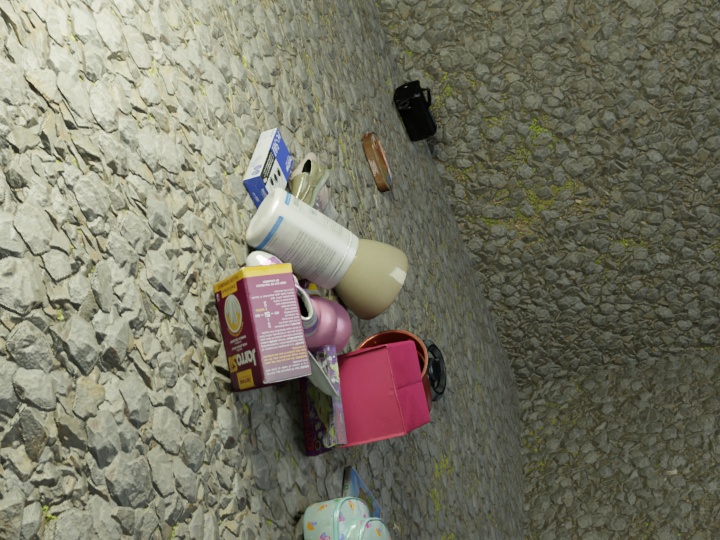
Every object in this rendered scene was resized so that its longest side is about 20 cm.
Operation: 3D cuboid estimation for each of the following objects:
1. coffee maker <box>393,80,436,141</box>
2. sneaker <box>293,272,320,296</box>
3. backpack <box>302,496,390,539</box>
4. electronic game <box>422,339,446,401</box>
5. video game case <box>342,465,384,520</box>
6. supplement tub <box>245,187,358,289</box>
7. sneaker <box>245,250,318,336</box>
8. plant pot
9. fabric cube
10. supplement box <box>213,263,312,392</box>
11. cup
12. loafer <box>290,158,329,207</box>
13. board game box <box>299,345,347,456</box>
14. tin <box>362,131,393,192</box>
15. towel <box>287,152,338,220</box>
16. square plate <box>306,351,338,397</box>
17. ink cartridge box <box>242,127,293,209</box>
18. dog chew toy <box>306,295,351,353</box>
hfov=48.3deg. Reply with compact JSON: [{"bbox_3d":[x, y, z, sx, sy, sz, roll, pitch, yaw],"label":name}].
[{"bbox_3d":[0.210,-0.613,3.167,0.193,0.134,0.201,-58,134,-35],"label":"coffee maker"},{"bbox_3d":[-0.158,0.019,1.674,0.091,0.075,0.200,64,14,21],"label":"sneaker"},{"bbox_3d":[-0.027,0.534,1.531,0.175,0.152,0.202,25,46,-60],"label":"backpack"},{"bbox_3d":[0.230,0.324,2.608,0.200,0.041,0.202,37,46,-53],"label":"electronic game"},{"bbox_3d":[0.006,0.569,1.793,0.183,0.022,0.201,-83,152,-48],"label":"video game case"},{"bbox_3d":[-0.118,-0.064,1.618,0.199,0.132,0.133,32,36,-18],"label":"supplement tub"},{"bbox_3d":[-0.147,0.025,1.509,0.201,0.073,0.114,46,-13,16],"label":"sneaker"},{"bbox_3d":[0.092,0.289,2.024,0.196,0.199,0.202,68,18,-46],"label":"plant pot"},{"bbox_3d":[0.023,0.274,1.798,0.199,0.194,0.202,6,72,-69],"label":"fabric cube"},{"bbox_3d":[-0.174,0.101,1.409,0.102,0.131,0.202,-6,80,-36],"label":"supplement box"},{"bbox_3d":[0.000,0.000,1.993,0.143,0.200,0.202,33,39,-27],"label":"cup"},{"bbox_3d":[-0.139,-0.184,1.844,0.070,0.075,0.201,49,42,-25],"label":"loafer"},{"bbox_3d":[-0.080,0.265,1.630,0.032,0.120,0.202,5,65,-31],"label":"board game box"},{"bbox_3d":[0.057,-0.352,2.621,0.112,0.041,0.202,-69,141,-67],"label":"tin"},{"bbox_3d":[-0.113,-0.177,1.997,0.200,0.032,0.193,-68,140,-62],"label":"towel"},{"bbox_3d":[-0.134,0.143,1.561,0.198,0.028,0.201,40,-16,50],"label":"square plate"},{"bbox_3d":[-0.199,-0.219,1.754,0.201,0.044,0.095,-82,153,-50],"label":"ink cartridge box"},{"bbox_3d":[-0.097,0.109,1.673,0.200,0.123,0.126,39,40,-62],"label":"dog chew toy"}]
